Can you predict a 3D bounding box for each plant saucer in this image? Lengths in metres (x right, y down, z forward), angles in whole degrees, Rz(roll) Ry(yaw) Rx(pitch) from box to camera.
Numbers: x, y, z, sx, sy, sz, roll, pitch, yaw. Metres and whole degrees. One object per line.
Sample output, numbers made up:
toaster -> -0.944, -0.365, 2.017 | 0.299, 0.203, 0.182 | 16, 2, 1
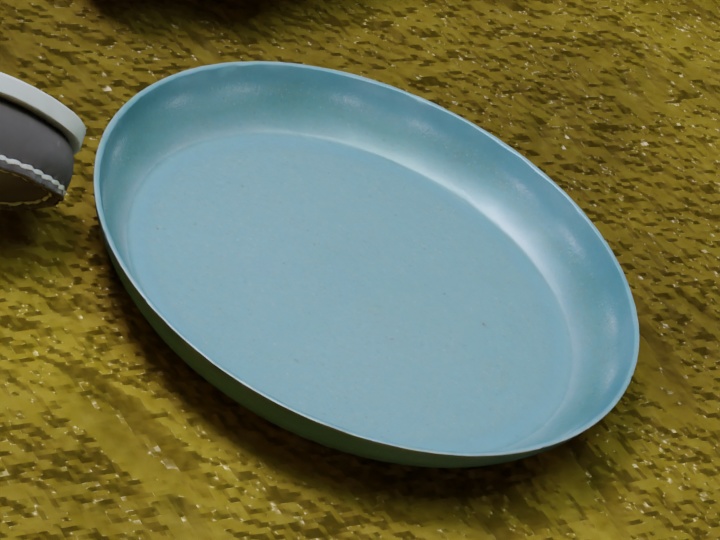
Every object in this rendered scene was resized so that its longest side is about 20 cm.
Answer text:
plant saucer -> 0.000, 0.000, 0.939 | 0.200, 0.027, 0.200 | 16, 38, -13

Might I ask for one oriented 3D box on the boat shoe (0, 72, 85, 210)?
boat shoe -> -0.180, -0.041, 0.852 | 0.200, 0.072, 0.060 | 13, 65, -33
